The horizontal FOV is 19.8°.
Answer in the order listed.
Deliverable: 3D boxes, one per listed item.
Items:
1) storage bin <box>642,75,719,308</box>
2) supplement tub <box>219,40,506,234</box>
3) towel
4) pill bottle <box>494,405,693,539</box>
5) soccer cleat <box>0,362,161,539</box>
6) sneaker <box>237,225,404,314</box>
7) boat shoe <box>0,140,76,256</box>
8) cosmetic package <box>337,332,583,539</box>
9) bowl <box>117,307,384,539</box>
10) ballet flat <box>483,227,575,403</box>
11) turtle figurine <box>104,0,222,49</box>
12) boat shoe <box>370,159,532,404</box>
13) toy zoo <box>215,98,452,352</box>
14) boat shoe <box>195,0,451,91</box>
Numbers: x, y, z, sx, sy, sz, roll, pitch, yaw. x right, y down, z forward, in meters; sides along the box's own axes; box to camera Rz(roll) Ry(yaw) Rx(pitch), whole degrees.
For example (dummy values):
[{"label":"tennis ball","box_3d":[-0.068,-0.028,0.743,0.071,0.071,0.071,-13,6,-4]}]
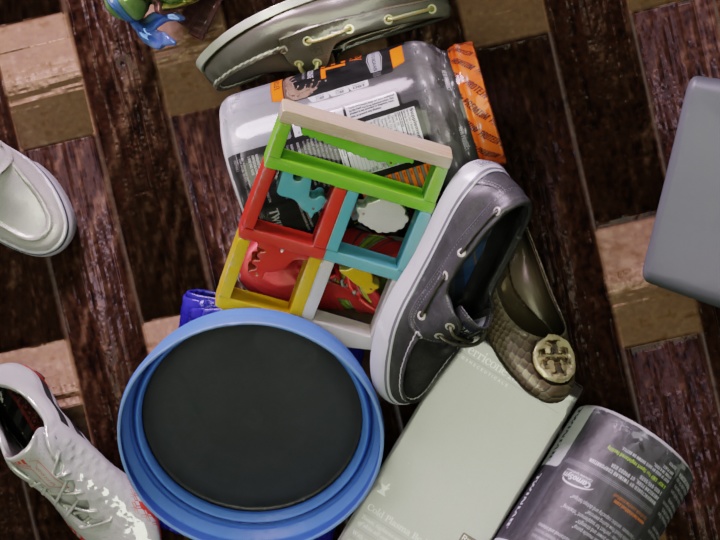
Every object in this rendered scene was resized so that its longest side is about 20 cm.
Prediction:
[{"label":"storage bin","box_3d":[0.292,-0.052,1.533,0.133,0.145,0.202,14,96,15]},{"label":"supplement tub","box_3d":[0.002,-0.098,1.553,0.199,0.123,0.123,-16,93,5]},{"label":"towel","box_3d":[-0.080,0.123,1.609,0.147,0.050,0.201,10,106,6]},{"label":"pill bottle","box_3d":[0.157,0.210,1.548,0.106,0.106,0.201,34,76,2]},{"label":"soccer cleat","box_3d":[-0.233,0.155,1.614,0.069,0.085,0.200,-41,80,13]},{"label":"sneaker","box_3d":[0.000,0.000,1.587,0.198,0.085,0.078,5,95,6]},{"label":"boat shoe","box_3d":[-0.308,-0.085,1.621,0.071,0.070,0.200,-44,89,8]},{"label":"cosmetic package","box_3d":[0.078,0.149,1.592,0.106,0.090,0.201,30,100,7]},{"label":"bowl","box_3d":[-0.082,0.118,1.550,0.199,0.039,0.202,0,117,0]},{"label":"ballet flat","box_3d":[0.119,0.005,1.552,0.046,0.067,0.201,-44,53,41]},{"label":"turtle figurine","box_3d":[-0.128,-0.282,1.550,0.193,0.144,0.201,-24,96,4]},{"label":"boat shoe","box_3d":[0.071,0.020,1.505,0.066,0.070,0.201,41,112,41]},{"label":"toy zoo","box_3d":[-0.026,-0.018,1.513,0.130,0.021,0.201,16,118,-11]},{"label":"boat shoe","box_3d":[-0.028,-0.182,1.581,0.201,0.072,0.061,-25,85,4]}]
